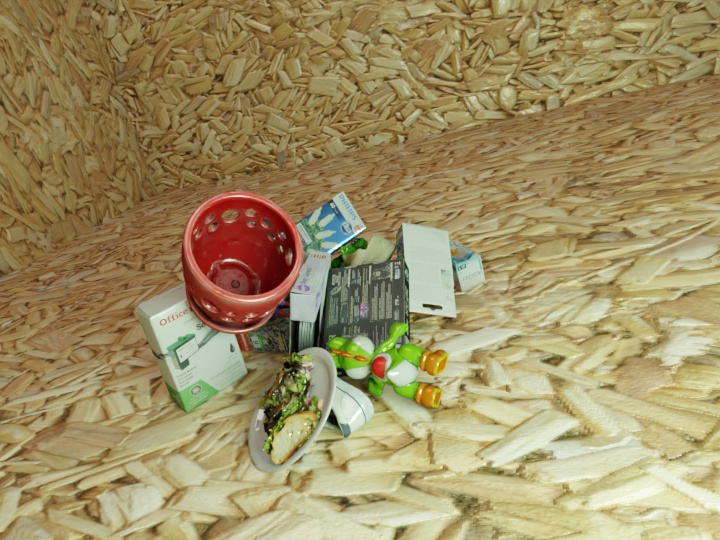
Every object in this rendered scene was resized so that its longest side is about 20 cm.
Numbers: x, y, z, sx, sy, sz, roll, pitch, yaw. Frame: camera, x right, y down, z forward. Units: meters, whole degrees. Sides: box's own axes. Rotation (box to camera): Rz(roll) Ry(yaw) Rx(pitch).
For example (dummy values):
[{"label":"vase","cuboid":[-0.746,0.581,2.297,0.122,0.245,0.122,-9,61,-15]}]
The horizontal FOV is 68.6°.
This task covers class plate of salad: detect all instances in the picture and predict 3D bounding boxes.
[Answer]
[{"label":"plate of salad","cuboid":[-0.114,0.206,0.818,0.198,0.048,0.204,-34,35,27]}]

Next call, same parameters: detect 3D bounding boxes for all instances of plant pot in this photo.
[{"label":"plant pot","cuboid":[-0.213,-0.004,0.915,0.198,0.203,0.183,-30,-10,-33]}]

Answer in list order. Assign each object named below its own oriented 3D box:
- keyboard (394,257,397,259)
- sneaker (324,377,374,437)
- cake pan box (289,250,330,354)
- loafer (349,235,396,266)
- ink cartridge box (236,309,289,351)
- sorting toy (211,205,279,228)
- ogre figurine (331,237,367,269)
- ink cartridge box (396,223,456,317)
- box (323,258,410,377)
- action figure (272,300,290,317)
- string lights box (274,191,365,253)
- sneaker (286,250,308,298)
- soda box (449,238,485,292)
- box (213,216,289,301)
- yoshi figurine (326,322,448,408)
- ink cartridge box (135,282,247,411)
[{"label":"keyboard","cuboid":[0.069,0.059,1.065,0.011,0.055,0.203,-46,17,46]},{"label":"sneaker","cuboid":[-0.067,0.205,0.854,0.070,0.075,0.197,-28,24,-36]},{"label":"cake pan box","cuboid":[-0.096,0.086,1.001,0.050,0.190,0.201,4,23,4]},{"label":"loafer","cuboid":[0.000,0.000,1.118,0.068,0.076,0.200,36,56,10]},{"label":"ink cartridge box","cuboid":[-0.212,0.127,1.166,0.194,0.052,0.109,-4,25,27]},{"label":"sorting toy","cuboid":[-0.277,-0.042,1.417,0.195,0.204,0.070,-21,30,-14]},{"label":"ogre figurine","cuboid":[-0.057,0.022,1.223,0.096,0.207,0.119,18,-21,-25]},{"label":"ink cartridge box","cuboid":[0.132,0.007,1.081,0.105,0.051,0.206,8,59,-14]},{"label":"box","cuboid":[0.012,0.086,0.973,0.155,0.044,0.206,-9,59,18]},{"label":"action figure","cuboid":[-0.217,0.099,1.104,0.194,0.102,0.065,15,29,13]},{"label":"string lights box","cuboid":[-0.095,-0.081,1.226,0.197,0.104,0.059,-35,-2,-10]},{"label":"sneaker","cuboid":[-0.171,-0.014,1.140,0.194,0.145,0.078,15,-19,-17]},{"label":"soda box","cuboid":[0.205,-0.022,1.205,0.062,0.070,0.200,-23,22,-11]},{"label":"box","cuboid":[-0.246,-0.018,1.255,0.101,0.208,0.181,-5,0,25]},{"label":"yoshi figurine","cuboid":[0.041,0.148,0.847,0.194,0.114,0.114,12,47,23]},{"label":"ink cartridge box","cuboid":[-0.320,0.136,1.013,0.144,0.206,0.083,-30,27,-34]}]
